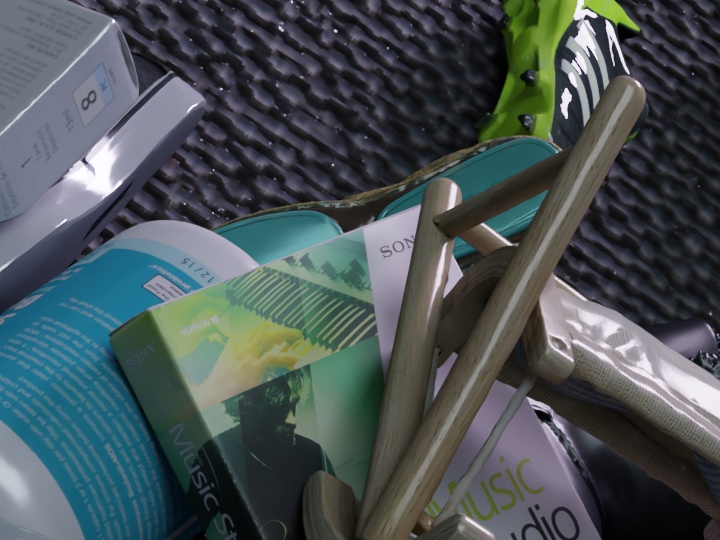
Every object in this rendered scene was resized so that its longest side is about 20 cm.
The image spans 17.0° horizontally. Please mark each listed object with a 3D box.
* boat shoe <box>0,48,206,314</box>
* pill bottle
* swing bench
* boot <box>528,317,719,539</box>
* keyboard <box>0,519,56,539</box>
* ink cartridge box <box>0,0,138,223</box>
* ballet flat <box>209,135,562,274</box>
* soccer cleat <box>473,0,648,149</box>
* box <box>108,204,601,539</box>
[{"bbox_3d":[-0.136,-0.038,0.972,0.068,0.074,0.199,38,45,1],"label":"boat shoe"},{"bbox_3d":[-0.114,0.070,0.881,0.111,0.111,0.200,46,47,7],"label":"pill bottle"},{"bbox_3d":[0.101,0.079,0.837,0.199,0.130,0.200,35,56,-19],"label":"swing bench"},{"bbox_3d":[0.111,0.104,1.008,0.168,0.076,0.200,0,52,-25],"label":"boot"},{"bbox_3d":[-0.157,0.173,0.782,0.056,0.011,0.200,23,80,-15],"label":"keyboard"},{"bbox_3d":[-0.207,-0.043,0.916,0.160,0.047,0.200,24,58,30],"label":"ink cartridge box"},{"bbox_3d":[0.000,0.000,1.021,0.200,0.071,0.071,-21,67,-11],"label":"ballet flat"},{"bbox_3d":[0.096,-0.069,1.138,0.081,0.068,0.200,34,46,-21],"label":"soccer cleat"},{"bbox_3d":[0.012,0.085,0.871,0.144,0.036,0.200,-22,81,-42],"label":"box"}]
